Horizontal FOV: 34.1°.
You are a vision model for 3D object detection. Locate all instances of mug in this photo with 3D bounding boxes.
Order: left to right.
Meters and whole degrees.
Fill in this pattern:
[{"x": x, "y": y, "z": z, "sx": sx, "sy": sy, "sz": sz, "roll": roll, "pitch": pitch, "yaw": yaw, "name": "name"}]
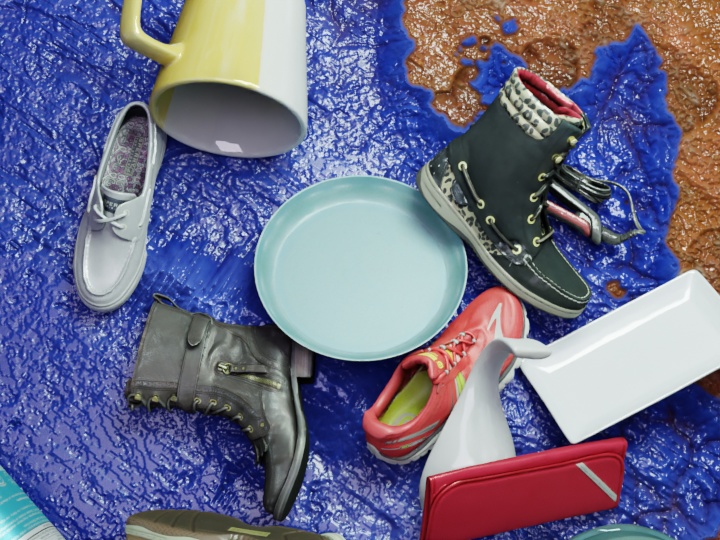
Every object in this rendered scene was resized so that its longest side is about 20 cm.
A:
[{"x": -0.118, "y": -0.215, "z": 1.093, "sx": 0.147, "sy": 0.187, "sz": 0.155, "roll": 2, "pitch": 69, "yaw": 15, "name": "mug"}]

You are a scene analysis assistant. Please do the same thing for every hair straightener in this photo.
[{"x": 0.190, "y": -0.091, "z": 1.131, "sx": 0.198, "sy": 0.041, "sz": 0.077, "roll": 29, "pitch": 79, "yaw": 11, "name": "hair straightener"}]

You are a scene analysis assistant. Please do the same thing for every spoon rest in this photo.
[{"x": 0.111, "y": 0.144, "z": 1.043, "sx": 0.098, "sy": 0.061, "sz": 0.202, "roll": 6, "pitch": 114, "yaw": -27, "name": "spoon rest"}]

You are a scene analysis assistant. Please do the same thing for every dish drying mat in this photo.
[{"x": 0.147, "y": 0.197, "z": 1.040, "sx": 0.198, "sy": 0.018, "sz": 0.078, "roll": -7, "pitch": 119, "yaw": -21, "name": "dish drying mat"}]

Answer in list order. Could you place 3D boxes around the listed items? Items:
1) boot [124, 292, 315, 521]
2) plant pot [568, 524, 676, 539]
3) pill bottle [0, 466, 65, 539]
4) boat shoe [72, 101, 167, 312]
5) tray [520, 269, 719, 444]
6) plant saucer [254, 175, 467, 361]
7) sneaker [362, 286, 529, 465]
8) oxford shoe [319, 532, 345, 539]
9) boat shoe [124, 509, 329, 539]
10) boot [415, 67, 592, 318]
[{"x": -0.131, "y": 0.125, "z": 1.078, "sx": 0.172, "sy": 0.069, "sz": 0.203, "roll": 4, "pitch": 68, "yaw": 1, "name": "boot"}, {"x": 0.244, "y": 0.314, "z": 0.973, "sx": 0.197, "sy": 0.196, "sz": 0.203, "roll": 0, "pitch": 78, "yaw": -1, "name": "plant pot"}, {"x": -0.310, "y": 0.262, "z": 1.022, "sx": 0.111, "sy": 0.111, "sz": 0.200, "roll": -43, "pitch": 82, "yaw": -8, "name": "pill bottle"}, {"x": -0.227, "y": -0.063, "z": 1.110, "sx": 0.071, "sy": 0.069, "sz": 0.202, "roll": 17, "pitch": 79, "yaw": 3, "name": "boat shoe"}, {"x": 0.258, "y": 0.082, "z": 1.092, "sx": 0.198, "sy": 0.022, "sz": 0.108, "roll": -27, "pitch": 50, "yaw": -6, "name": "tray"}, {"x": 0.000, "y": 0.000, "z": 1.094, "sx": 0.197, "sy": 0.028, "sz": 0.202, "roll": 1, "pitch": 58, "yaw": -1, "name": "plant saucer"}, {"x": 0.079, "y": 0.091, "z": 1.063, "sx": 0.077, "sy": 0.085, "sz": 0.200, "roll": 35, "pitch": 79, "yaw": 31, "name": "sneaker"}, {"x": -0.037, "y": 0.335, "z": 1.036, "sx": 0.075, "sy": 0.058, "sz": 0.202, "roll": 7, "pitch": 76, "yaw": 43, "name": "oxford shoe"}, {"x": -0.122, "y": 0.261, "z": 1.030, "sx": 0.198, "sy": 0.071, "sz": 0.077, "roll": 6, "pitch": 96, "yaw": 25, "name": "boat shoe"}, {"x": 0.164, "y": -0.068, "z": 1.068, "sx": 0.203, "sy": 0.073, "sz": 0.154, "roll": 44, "pitch": 123, "yaw": 5, "name": "boot"}]
